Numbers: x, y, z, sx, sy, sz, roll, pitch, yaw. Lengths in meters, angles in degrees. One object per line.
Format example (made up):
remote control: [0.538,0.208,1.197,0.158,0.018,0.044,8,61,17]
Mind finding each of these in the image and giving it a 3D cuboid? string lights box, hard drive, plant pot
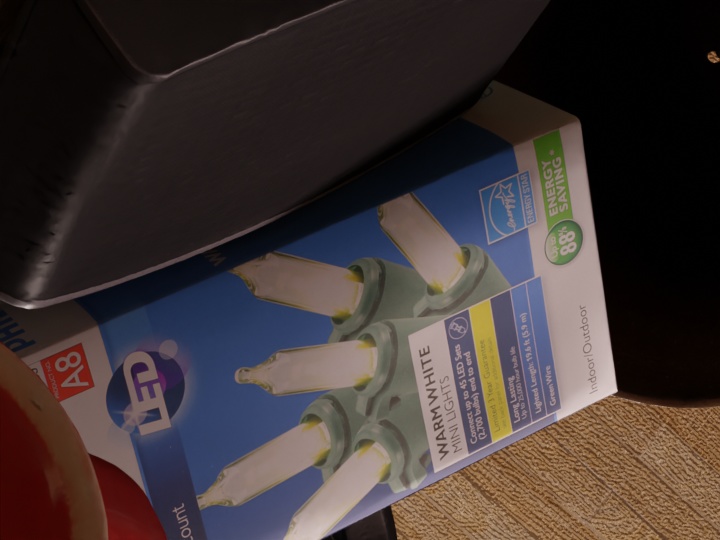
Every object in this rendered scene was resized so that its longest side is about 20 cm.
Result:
string lights box: [-0.020,0.025,0.616,0.199,0.104,0.059,-24,-151,-22]
hard drive: [-0.015,-0.061,0.533,0.199,0.042,0.135,-27,163,-40]
plant pot: [0.150,-0.071,0.820,0.187,0.187,0.200,-46,179,35]

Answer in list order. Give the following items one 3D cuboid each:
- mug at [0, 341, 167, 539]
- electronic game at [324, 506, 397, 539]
mug: [-0.128,0.081,0.459,0.178,0.133,0.200,-54,-178,-38]
electronic game: [-0.036,0.138,0.840,0.041,0.201,0.200,-7,-154,28]
